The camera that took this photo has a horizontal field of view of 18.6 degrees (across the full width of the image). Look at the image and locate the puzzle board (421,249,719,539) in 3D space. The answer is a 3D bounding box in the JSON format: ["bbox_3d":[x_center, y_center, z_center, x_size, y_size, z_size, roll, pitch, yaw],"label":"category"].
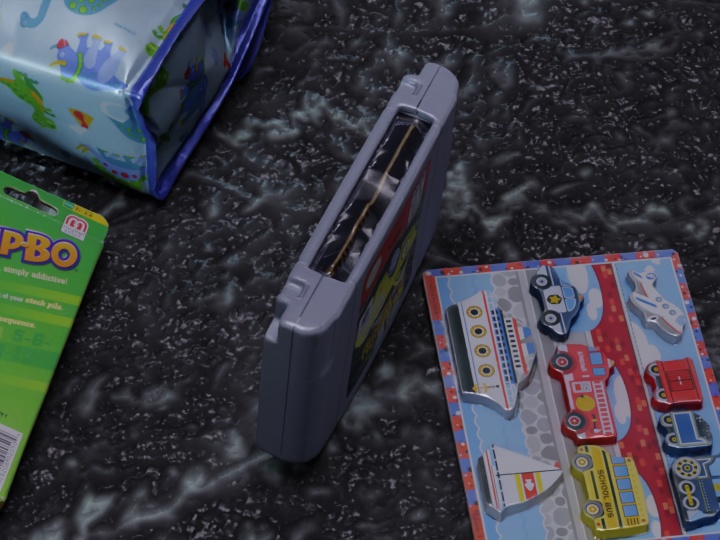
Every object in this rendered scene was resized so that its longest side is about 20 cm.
[{"bbox_3d":[0.122,0.069,1.199,0.149,0.017,0.201,-4,49,-7],"label":"puzzle board"}]

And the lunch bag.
[{"bbox_3d":[-0.152,-0.164,1.313,0.169,0.128,0.201,19,61,14],"label":"lunch bag"}]

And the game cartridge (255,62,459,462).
[{"bbox_3d":[0.000,0.000,1.173,0.041,0.133,0.201,23,53,7],"label":"game cartridge"}]

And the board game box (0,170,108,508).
[{"bbox_3d":[-0.207,0.031,1.189,0.095,0.030,0.201,24,51,-10],"label":"board game box"}]
